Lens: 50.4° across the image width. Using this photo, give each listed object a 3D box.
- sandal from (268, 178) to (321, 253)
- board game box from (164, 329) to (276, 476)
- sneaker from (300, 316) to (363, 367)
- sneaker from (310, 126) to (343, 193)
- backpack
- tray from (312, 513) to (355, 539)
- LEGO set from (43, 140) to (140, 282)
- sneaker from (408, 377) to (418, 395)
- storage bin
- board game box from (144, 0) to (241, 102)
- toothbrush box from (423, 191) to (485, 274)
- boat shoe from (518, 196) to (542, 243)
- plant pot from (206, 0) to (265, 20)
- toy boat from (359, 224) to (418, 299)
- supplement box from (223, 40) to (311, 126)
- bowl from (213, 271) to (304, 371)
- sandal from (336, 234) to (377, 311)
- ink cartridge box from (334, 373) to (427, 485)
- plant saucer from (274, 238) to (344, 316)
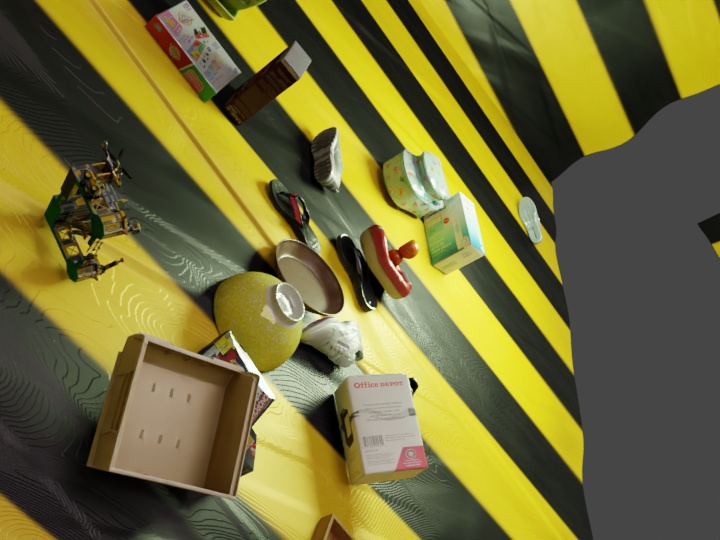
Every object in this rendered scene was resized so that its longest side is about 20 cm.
[{"bbox_3d":[-0.140,-0.129,1.753,0.201,0.045,0.075,57,29,-10],"label":"sandal"},{"bbox_3d":[-0.230,0.234,1.280,0.201,0.061,0.200,58,29,-8],"label":"board game box"},{"bbox_3d":[-0.052,0.153,1.623,0.199,0.074,0.101,10,56,-55],"label":"sneaker"},{"bbox_3d":[-0.082,-0.284,1.975,0.082,0.074,0.202,52,33,-47],"label":"sneaker"},{"bbox_3d":[0.161,-0.263,2.255,0.199,0.152,0.178,10,62,-47],"label":"backpack"},{"bbox_3d":[-0.059,0.536,1.327,0.099,0.037,0.201,53,31,-16],"label":"tray"},{"bbox_3d":[-0.387,-0.083,1.167,0.115,0.200,0.155,-19,67,-43],"label":"LEGO set"},{"bbox_3d":[0.072,0.285,1.704,0.077,0.083,0.200,58,29,-5],"label":"sneaker"},{"bbox_3d":[-0.266,0.213,1.119,0.199,0.093,0.201,25,65,-34],"label":"storage bin"},{"bbox_3d":[-0.367,-0.489,1.698,0.201,0.040,0.153,53,30,-17],"label":"board game box"},{"bbox_3d":[0.281,-0.113,2.319,0.085,0.145,0.202,32,41,-42],"label":"toothbrush box"},{"bbox_3d":[0.708,-0.204,3.185,0.067,0.073,0.203,21,57,-69],"label":"boat shoe"},{"bbox_3d":[-0.309,-0.747,1.867,0.199,0.180,0.201,43,33,-31],"label":"plant pot"},{"bbox_3d":[0.086,-0.035,1.913,0.201,0.130,0.131,54,8,-33],"label":"toy boat"},{"bbox_3d":[-0.211,-0.422,1.728,0.061,0.199,0.109,47,32,-21],"label":"supplement box"},{"bbox_3d":[-0.172,0.081,1.459,0.200,0.107,0.202,38,37,-36],"label":"bowl"},{"bbox_3d":[0.000,0.000,1.872,0.076,0.043,0.202,-11,75,-60],"label":"sandal"},{"bbox_3d":[0.039,0.321,1.560,0.143,0.084,0.202,0,61,-23],"label":"ink cartridge box"},{"bbox_3d":[-0.117,0.022,1.645,0.200,0.037,0.201,40,27,-24],"label":"plant saucer"}]
